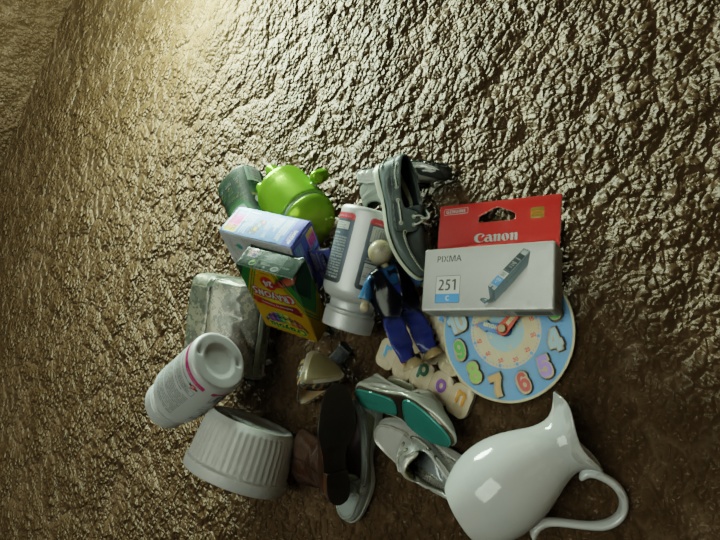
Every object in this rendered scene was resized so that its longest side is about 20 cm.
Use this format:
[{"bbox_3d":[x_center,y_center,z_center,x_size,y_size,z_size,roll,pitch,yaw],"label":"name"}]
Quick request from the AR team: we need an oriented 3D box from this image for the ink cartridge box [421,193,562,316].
[{"bbox_3d":[0.189,-0.025,0.850,0.196,0.044,0.181,-4,73,32],"label":"ink cartridge box"}]

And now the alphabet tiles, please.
[{"bbox_3d":[0.110,0.148,0.947,0.198,0.014,0.200,27,99,41],"label":"alphabet tiles"}]

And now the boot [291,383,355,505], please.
[{"bbox_3d":[-0.072,0.283,0.996,0.199,0.063,0.192,164,111,-68],"label":"boot"}]

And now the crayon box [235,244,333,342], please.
[{"bbox_3d":[-0.130,0.054,1.046,0.124,0.203,0.051,14,52,28],"label":"crayon box"}]

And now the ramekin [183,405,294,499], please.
[{"bbox_3d":[-0.214,0.327,1.073,0.197,0.199,0.108,13,80,41],"label":"ramekin"}]

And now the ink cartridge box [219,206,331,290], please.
[{"bbox_3d":[-0.142,-0.028,1.066,0.196,0.138,0.077,16,53,29],"label":"ink cartridge box"}]

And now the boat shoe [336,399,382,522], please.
[{"bbox_3d":[-0.013,0.317,0.983,0.073,0.064,0.208,12,89,41],"label":"boat shoe"}]

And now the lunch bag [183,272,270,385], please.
[{"bbox_3d":[-0.253,0.115,1.183,0.165,0.138,0.206,8,88,38],"label":"lunch bag"}]

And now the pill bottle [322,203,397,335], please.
[{"bbox_3d":[0.000,0.000,1.005,0.118,0.118,0.206,15,90,41],"label":"pill bottle"}]

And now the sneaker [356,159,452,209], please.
[{"bbox_3d":[0.076,-0.146,1.011,0.197,0.073,0.082,-4,89,45],"label":"sneaker"}]

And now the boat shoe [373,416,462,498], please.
[{"bbox_3d":[0.085,0.286,0.895,0.197,0.068,0.073,17,109,42],"label":"boat shoe"}]

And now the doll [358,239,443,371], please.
[{"bbox_3d":[0.063,0.047,0.924,0.204,0.134,0.048,66,156,6],"label":"doll"}]

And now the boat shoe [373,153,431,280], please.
[{"bbox_3d":[0.077,-0.087,0.927,0.061,0.072,0.205,-26,75,39],"label":"boat shoe"}]

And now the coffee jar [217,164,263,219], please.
[{"bbox_3d":[-0.234,-0.118,1.253,0.104,0.085,0.204,-37,58,25],"label":"coffee jar"}]

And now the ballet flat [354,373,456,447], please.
[{"bbox_3d":[0.077,0.205,0.913,0.197,0.069,0.071,16,90,40],"label":"ballet flat"}]

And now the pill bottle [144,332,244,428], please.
[{"bbox_3d":[-0.312,0.210,1.083,0.199,0.112,0.116,-37,59,33],"label":"pill bottle"}]

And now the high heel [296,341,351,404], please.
[{"bbox_3d":[-0.089,0.203,0.998,0.071,0.199,0.144,41,107,9],"label":"high heel"}]

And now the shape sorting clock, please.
[{"bbox_3d":[0.210,0.087,0.848,0.196,0.039,0.206,-10,72,32],"label":"shape sorting clock"}]

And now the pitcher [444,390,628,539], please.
[{"bbox_3d":[0.224,0.284,0.758,0.198,0.121,0.174,-37,74,10],"label":"pitcher"}]

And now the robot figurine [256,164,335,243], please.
[{"bbox_3d":[-0.126,-0.125,1.141,0.200,0.114,0.178,46,111,36],"label":"robot figurine"}]
